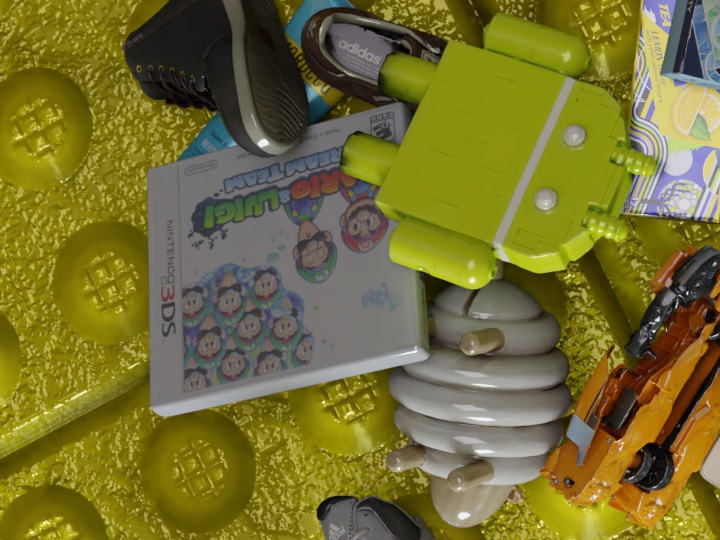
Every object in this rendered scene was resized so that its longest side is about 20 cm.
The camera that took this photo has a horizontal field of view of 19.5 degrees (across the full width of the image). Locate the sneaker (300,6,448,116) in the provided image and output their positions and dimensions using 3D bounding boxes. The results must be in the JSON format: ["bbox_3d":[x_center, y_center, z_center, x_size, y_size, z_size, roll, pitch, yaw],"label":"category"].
[{"bbox_3d":[0.051,-0.125,1.437,0.199,0.076,0.071,19,89,3],"label":"sneaker"}]

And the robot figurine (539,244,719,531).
[{"bbox_3d":[0.206,0.071,1.389,0.058,0.145,0.201,35,98,43],"label":"robot figurine"}]

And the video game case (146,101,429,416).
[{"bbox_3d":[-0.053,-0.007,1.409,0.199,0.024,0.183,-13,64,20],"label":"video game case"}]

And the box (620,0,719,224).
[{"bbox_3d":[0.215,-0.133,1.367,0.070,0.064,0.201,6,91,14],"label":"box"}]

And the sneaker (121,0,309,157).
[{"bbox_3d":[-0.103,-0.128,1.460,0.106,0.075,0.201,-35,39,19],"label":"sneaker"}]

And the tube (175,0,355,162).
[{"bbox_3d":[-0.066,-0.111,1.499,0.077,0.050,0.200,43,94,8],"label":"tube"}]

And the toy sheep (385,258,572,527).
[{"bbox_3d":[0.080,0.075,1.413,0.137,0.138,0.201,12,102,14],"label":"toy sheep"}]

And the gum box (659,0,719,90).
[{"bbox_3d":[0.303,-0.183,1.316,0.199,0.045,0.171,12,92,-11],"label":"gum box"}]

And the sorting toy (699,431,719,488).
[{"bbox_3d":[0.357,0.096,1.372,0.198,0.070,0.201,31,96,8],"label":"sorting toy"}]

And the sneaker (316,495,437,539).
[{"bbox_3d":[-0.017,0.214,1.423,0.075,0.199,0.116,-43,69,40],"label":"sneaker"}]

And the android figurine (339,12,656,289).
[{"bbox_3d":[0.090,-0.074,1.343,0.199,0.041,0.183,22,78,24],"label":"android figurine"}]
